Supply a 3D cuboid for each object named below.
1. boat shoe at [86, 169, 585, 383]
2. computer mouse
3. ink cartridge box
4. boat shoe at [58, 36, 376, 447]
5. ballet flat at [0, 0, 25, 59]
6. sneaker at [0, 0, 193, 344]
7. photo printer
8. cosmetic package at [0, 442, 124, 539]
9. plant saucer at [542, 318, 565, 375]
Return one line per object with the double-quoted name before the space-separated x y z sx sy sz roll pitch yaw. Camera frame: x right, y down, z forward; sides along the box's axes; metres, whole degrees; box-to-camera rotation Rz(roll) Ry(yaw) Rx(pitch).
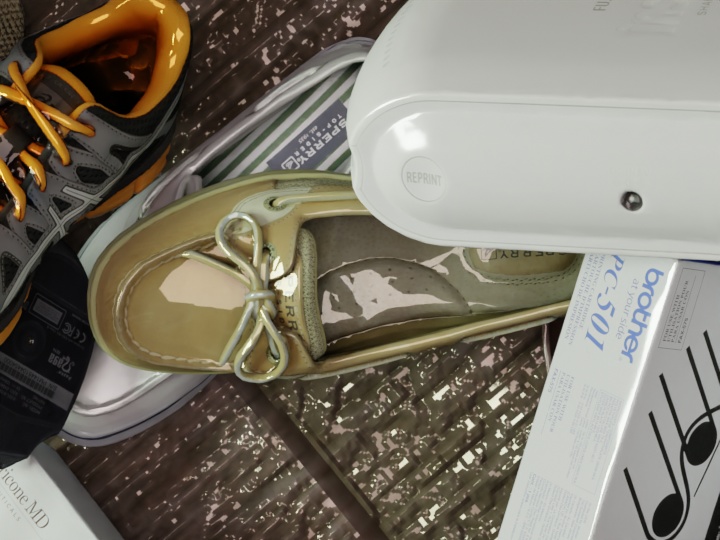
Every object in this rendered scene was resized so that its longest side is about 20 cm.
"boat shoe" 0.001 0.002 0.974 0.199 0.063 0.074 -4 102 -10
"computer mouse" -0.155 0.077 0.991 0.059 0.034 0.201 38 71 -38
"ink cartridge box" 0.098 0.088 0.966 0.044 0.094 0.201 25 103 42
"boat shoe" -0.058 -0.015 1.027 0.073 0.067 0.200 40 91 3
"ballet flat" -0.169 -0.027 1.029 0.067 0.075 0.201 3 89 16
"sneaker" -0.127 -0.039 0.960 0.078 0.077 0.200 36 46 3
"photo printer" 0.099 -0.066 0.944 0.199 0.167 0.070 4 119 19
"cosmetic package" -0.127 0.175 0.992 0.151 0.052 0.200 -43 58 -1
"plant saucer" 0.169 0.020 1.032 0.199 0.034 0.202 0 88 3
